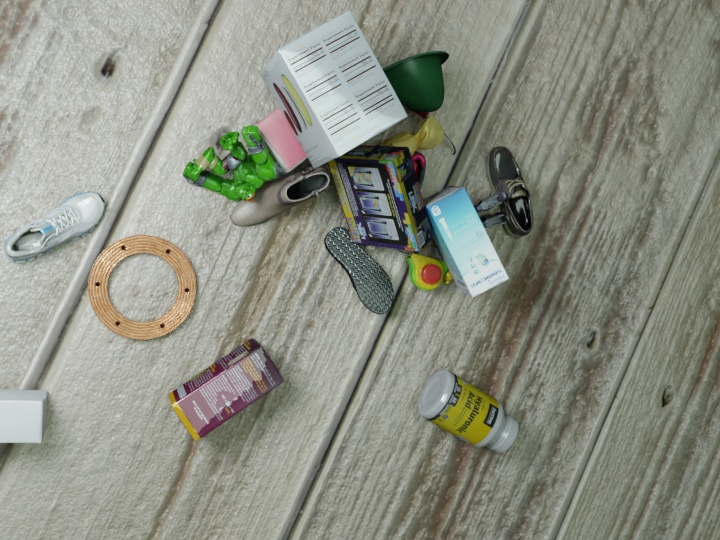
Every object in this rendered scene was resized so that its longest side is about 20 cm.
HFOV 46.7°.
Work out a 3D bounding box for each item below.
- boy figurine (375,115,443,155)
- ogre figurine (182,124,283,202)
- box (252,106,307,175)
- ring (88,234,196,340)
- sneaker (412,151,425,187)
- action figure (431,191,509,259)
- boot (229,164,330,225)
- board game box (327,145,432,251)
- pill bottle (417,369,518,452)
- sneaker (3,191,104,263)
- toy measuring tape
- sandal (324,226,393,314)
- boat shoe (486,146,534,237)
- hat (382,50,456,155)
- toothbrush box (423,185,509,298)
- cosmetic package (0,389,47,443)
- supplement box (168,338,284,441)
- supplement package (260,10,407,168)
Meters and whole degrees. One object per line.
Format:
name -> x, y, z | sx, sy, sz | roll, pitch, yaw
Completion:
boy figurine -> 0.066, -0.247, 1.646 | 0.200, 0.124, 0.065 | -19, 103, 10
ogre figurine -> -0.230, -0.193, 1.563 | 0.200, 0.098, 0.120 | -38, 124, 21
box -> -0.104, -0.286, 1.605 | 0.200, 0.128, 0.109 | -40, 102, -11
ring -> -0.414, 0.032, 1.588 | 0.200, 0.019, 0.201 | -1, 92, -16
sneaker -> 0.079, -0.148, 1.694 | 0.080, 0.075, 0.200 | 14, 90, -17
action figure -> 0.209, -0.101, 1.740 | 0.200, 0.069, 0.130 | -22, 105, -11
boot -> -0.150, -0.142, 1.589 | 0.200, 0.146, 0.070 | -33, 103, -12
board game box -> 0.037, -0.139, 1.591 | 0.057, 0.165, 0.200 | -44, 129, -36
pill bottle -> 0.228, 0.300, 1.745 | 0.200, 0.111, 0.111 | 32, 84, -16
sneaker -> -0.551, -0.075, 1.507 | 0.200, 0.087, 0.075 | -36, 100, -13
toy measuring tape -> 0.101, -0.002, 1.713 | 0.200, 0.074, 0.074 | 14, 89, -17
sandal -> 0.001, -0.001, 1.699 | 0.075, 0.048, 0.201 | -33, 89, -11
boat shoe -> 0.328, -0.168, 1.766 | 0.074, 0.073, 0.200 | -22, 99, -14
hat -> 0.130, -0.317, 1.642 | 0.200, 0.166, 0.176 | -18, 88, -33
toothbrush box -> 0.198, -0.059, 1.639 | 0.085, 0.146, 0.200 | -27, 97, -1
cosmetic package -> -0.663, 0.256, 1.480 | 0.200, 0.113, 0.081 | 5, 91, -14
supplement box -> -0.259, 0.225, 1.597 | 0.200, 0.110, 0.086 | -33, 102, -12
supplement package -> -0.051, -0.306, 1.453 | 0.147, 0.191, 0.200 | -32, 98, -13
